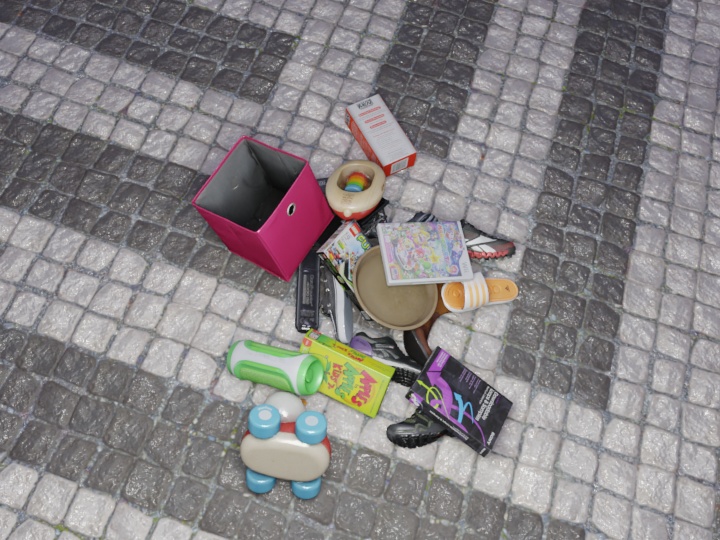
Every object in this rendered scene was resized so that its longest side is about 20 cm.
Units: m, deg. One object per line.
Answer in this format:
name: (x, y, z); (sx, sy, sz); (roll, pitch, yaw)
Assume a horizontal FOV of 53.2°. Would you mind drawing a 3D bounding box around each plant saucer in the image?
plant saucer: (0.072, 0.038, 1.545); (0.196, 0.030, 0.203); (10, 60, -16)

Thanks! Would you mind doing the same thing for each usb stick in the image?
usb stick: (-0.118, 0.044, 1.619); (0.054, 0.033, 0.203); (5, 62, -9)

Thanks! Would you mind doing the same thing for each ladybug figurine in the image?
ladybug figurine: (-0.011, -0.177, 1.630); (0.133, 0.073, 0.201); (9, 41, 12)

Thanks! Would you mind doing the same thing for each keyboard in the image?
keyboard: (-0.015, -0.100, 1.651); (0.199, 0.040, 0.104); (-41, 50, -20)

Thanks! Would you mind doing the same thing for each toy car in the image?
toy car: (-0.139, 0.309, 1.432); (0.173, 0.187, 0.201); (7, 34, 0)

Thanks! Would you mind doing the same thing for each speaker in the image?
speaker: (-0.176, 0.197, 1.470); (0.197, 0.089, 0.089); (9, 59, 30)

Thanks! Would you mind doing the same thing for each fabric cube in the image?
fabric cube: (-0.206, -0.134, 1.571); (0.198, 0.200, 0.198); (24, 69, 28)

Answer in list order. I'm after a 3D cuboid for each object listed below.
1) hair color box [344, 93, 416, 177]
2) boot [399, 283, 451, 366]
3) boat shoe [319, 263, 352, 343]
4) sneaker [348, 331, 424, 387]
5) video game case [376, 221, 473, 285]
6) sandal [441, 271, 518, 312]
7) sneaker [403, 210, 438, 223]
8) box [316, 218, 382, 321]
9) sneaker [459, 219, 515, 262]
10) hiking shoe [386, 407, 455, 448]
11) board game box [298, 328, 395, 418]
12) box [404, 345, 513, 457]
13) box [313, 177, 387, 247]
hair color box: (0.049, -0.338, 1.809); (0.100, 0.061, 0.202); (-24, 68, -15)
boot: (0.174, 0.106, 1.605); (0.197, 0.069, 0.190); (-19, 66, -27)
boat shoe: (-0.061, 0.069, 1.595); (0.065, 0.070, 0.203); (-13, 67, 14)
sneaker: (0.071, 0.183, 1.540); (0.197, 0.076, 0.089); (17, 57, 5)
video game case: (0.141, -0.040, 1.575); (0.196, 0.018, 0.146); (-3, 64, -17)
sandal: (0.275, 0.038, 1.608); (0.203, 0.059, 0.080); (-8, 67, -24)
sneaker: (0.096, -0.058, 1.680); (0.199, 0.087, 0.075); (-41, 113, -5)
box: (0.000, 0.000, 1.580); (0.110, 0.034, 0.201); (-48, 114, -25)
sneaker: (0.265, -0.069, 1.667); (0.196, 0.071, 0.100); (1, 93, -2)
hiking shoe: (0.138, 0.301, 1.489); (0.196, 0.076, 0.102); (-7, 57, -18)
board game box: (-0.038, 0.213, 1.496); (0.197, 0.103, 0.048); (25, 21, 9)
box: (0.204, 0.263, 1.463); (0.199, 0.036, 0.143); (37, 45, 4)
box: (-0.045, -0.147, 1.711); (0.196, 0.050, 0.160); (-9, 64, -9)
